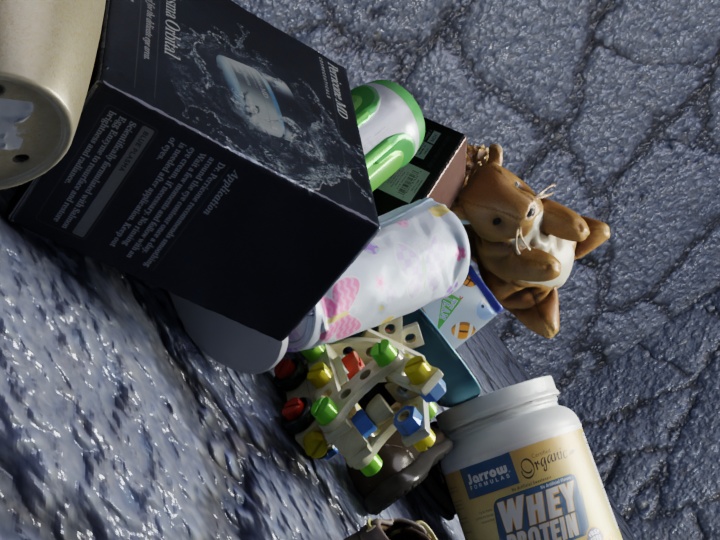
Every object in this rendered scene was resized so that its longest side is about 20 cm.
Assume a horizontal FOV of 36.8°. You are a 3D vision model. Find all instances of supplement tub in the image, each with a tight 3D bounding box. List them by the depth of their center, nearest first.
[{"bbox_3d":[0.160,0.216,1.037,0.145,0.143,0.202,27,43,-73],"label":"supplement tub"}]

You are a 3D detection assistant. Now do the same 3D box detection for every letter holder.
[{"bbox_3d":[0.014,-0.035,1.048,0.100,0.201,0.143,25,-25,19],"label":"letter holder"}]

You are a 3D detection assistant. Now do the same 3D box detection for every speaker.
[{"bbox_3d":[-0.030,-0.085,0.927,0.088,0.200,0.089,28,-39,26],"label":"speaker"}]

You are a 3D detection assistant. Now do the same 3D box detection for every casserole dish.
[{"bbox_3d":[0.064,0.082,1.041,0.121,0.039,0.200,52,-2,9],"label":"casserole dish"}]

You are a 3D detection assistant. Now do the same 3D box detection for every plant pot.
[{"bbox_3d":[-0.210,-0.150,0.566,0.187,0.186,0.202,41,29,-57],"label":"plant pot"}]

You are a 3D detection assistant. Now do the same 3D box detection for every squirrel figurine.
[{"bbox_3d":[0.144,-0.054,1.162,0.199,0.142,0.186,34,-2,41],"label":"squirrel figurine"}]

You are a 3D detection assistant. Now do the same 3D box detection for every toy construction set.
[{"bbox_3d":[0.002,0.087,0.859,0.092,0.131,0.200,52,7,-11],"label":"toy construction set"}]

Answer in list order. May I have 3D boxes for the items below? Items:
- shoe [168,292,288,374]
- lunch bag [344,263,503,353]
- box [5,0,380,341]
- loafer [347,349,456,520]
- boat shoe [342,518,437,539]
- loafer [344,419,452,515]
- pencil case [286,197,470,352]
[{"bbox_3d":[-0.117,-0.014,0.812,0.200,0.071,0.091,49,13,3],"label":"shoe"},{"bbox_3d":[0.027,0.009,1.189,0.201,0.170,0.124,51,-3,-10],"label":"lunch bag"},{"bbox_3d":[-0.107,-0.089,0.717,0.199,0.118,0.198,26,32,-28],"label":"box"},{"bbox_3d":[0.051,0.158,1.094,0.201,0.063,0.072,53,6,0],"label":"loafer"},{"bbox_3d":[0.026,0.205,0.748,0.072,0.059,0.200,55,8,22],"label":"boat shoe"},{"bbox_3d":[0.031,0.153,0.954,0.072,0.073,0.200,55,7,6],"label":"loafer"},{"bbox_3d":[0.000,0.000,0.872,0.199,0.083,0.092,-16,97,-43],"label":"pencil case"}]
